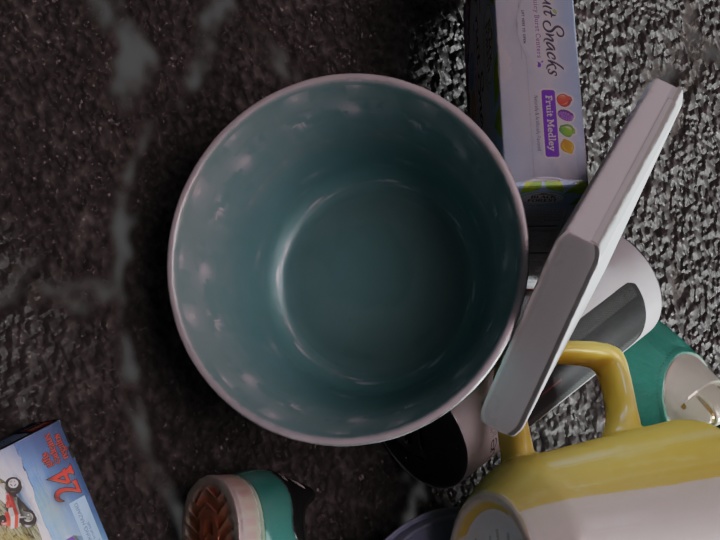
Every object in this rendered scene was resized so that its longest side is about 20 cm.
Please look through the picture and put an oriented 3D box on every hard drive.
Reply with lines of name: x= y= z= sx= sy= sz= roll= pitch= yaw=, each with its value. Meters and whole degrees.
hard drive: x=0.127 y=-0.012 z=1.016 sx=0.026 sy=0.133 sz=0.200 roll=25 pitch=35 yaw=8

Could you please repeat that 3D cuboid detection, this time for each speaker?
speaker: x=0.098 y=0.052 z=1.125 sx=0.199 sy=0.081 sz=0.082 roll=-33 pitch=102 yaw=-36

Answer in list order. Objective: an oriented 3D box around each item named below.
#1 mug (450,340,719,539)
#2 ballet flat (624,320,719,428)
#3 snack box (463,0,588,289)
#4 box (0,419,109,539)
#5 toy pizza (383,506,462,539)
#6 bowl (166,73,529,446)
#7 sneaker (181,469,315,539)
mug: x=0.126 y=0.152 z=1.037 sx=0.152 sy=0.187 sz=0.151 roll=0 pitch=126 yaw=-32
ballet flat: x=0.233 y=0.116 z=1.220 sx=0.067 sy=0.070 sz=0.202 roll=-27 pitch=98 yaw=-36
snack box: x=0.096 y=-0.108 z=1.085 sx=0.052 sy=0.143 sz=0.202 roll=0 pitch=65 yaw=-5
box: x=-0.178 y=0.196 z=0.920 sx=0.136 sy=0.038 sz=0.202 roll=-27 pitch=99 yaw=-36
toy pizza: x=0.057 y=0.240 z=1.054 sx=0.199 sy=0.032 sz=0.203 roll=9 pitch=76 yaw=-36
bowl: x=0.000 y=0.000 z=1.013 sx=0.105 sy=0.198 sz=0.203 roll=38 pitch=50 yaw=-77
sneaker: x=-0.049 y=0.211 z=0.994 sx=0.079 sy=0.071 sz=0.203 roll=1 pitch=87 yaw=-41
